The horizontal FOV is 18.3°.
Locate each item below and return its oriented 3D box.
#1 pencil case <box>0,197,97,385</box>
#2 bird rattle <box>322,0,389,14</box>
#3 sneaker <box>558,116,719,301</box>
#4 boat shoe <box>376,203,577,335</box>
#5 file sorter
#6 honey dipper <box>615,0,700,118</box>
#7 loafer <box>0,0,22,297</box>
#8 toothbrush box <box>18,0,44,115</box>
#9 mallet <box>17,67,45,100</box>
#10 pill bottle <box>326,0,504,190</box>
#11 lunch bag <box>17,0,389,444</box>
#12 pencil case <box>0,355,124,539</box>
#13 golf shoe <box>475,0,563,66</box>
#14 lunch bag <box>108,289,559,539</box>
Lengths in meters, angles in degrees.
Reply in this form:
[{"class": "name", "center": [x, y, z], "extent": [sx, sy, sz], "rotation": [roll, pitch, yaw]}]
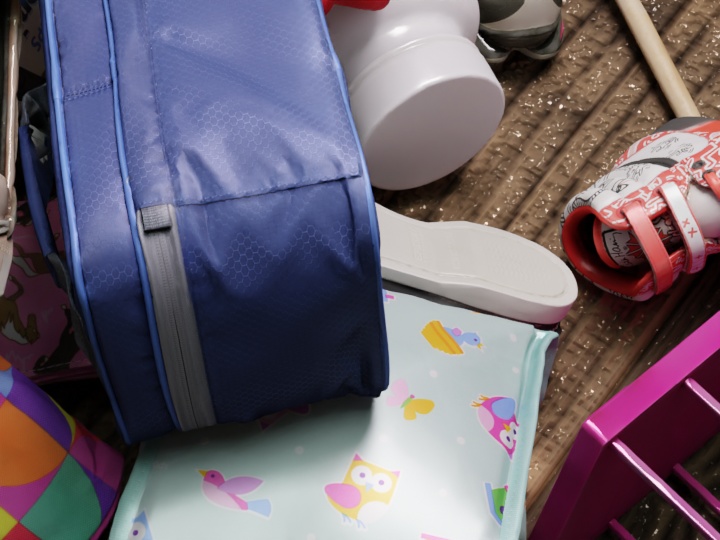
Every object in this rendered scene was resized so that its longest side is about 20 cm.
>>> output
[{"class": "pencil case", "center": [-0.176, 0.018, 1.009], "extent": [0.198, 0.083, 0.087], "rotation": [-8, 27, -14]}, {"class": "bird rattle", "center": [-0.070, -0.189, 1.020], "extent": [0.199, 0.164, 0.113], "rotation": [-5, 10, 25]}, {"class": "sneaker", "center": [0.181, -0.031, 1.047], "extent": [0.108, 0.201, 0.068], "rotation": [-37, 109, -31]}, {"class": "boat shoe", "center": [0.000, 0.000, 1.039], "extent": [0.199, 0.061, 0.074], "rotation": [16, 31, -14]}, {"class": "file sorter", "center": [0.189, 0.089, 0.976], "extent": [0.200, 0.139, 0.125], "rotation": [-36, 68, -29]}, {"class": "honey dipper", "center": [0.145, -0.138, 1.203], "extent": [0.038, 0.038, 0.201], "rotation": [-11, 59, -16]}, {"class": "loafer", "center": [-0.168, -0.043, 0.890], "extent": [0.072, 0.063, 0.201], "rotation": [23, 48, -35]}, {"class": "toothbrush box", "center": [-0.242, -0.137, 1.037], "extent": [0.085, 0.200, 0.147], "rotation": [-14, 38, 34]}, {"class": "mallet", "center": [-0.134, -0.079, 1.021], "extent": [0.066, 0.199, 0.041], "rotation": [5, 78, 42]}, {"class": "pill bottle", "center": [-0.007, -0.142, 1.132], "extent": [0.111, 0.112, 0.201], "rotation": [-17, 57, -20]}, {"class": "lunch bag", "center": [-0.070, -0.040, 0.900], "extent": [0.131, 0.136, 0.201], "rotation": [-10, 50, -5]}, {"class": "pencil case", "center": [-0.192, 0.053, 0.920], "extent": [0.200, 0.088, 0.089], "rotation": [40, 52, -16]}, {"class": "golf shoe", "center": [0.061, -0.203, 1.205], "extent": [0.077, 0.088, 0.201], "rotation": [-16, 56, -17]}, {"class": "lunch bag", "center": [-0.015, 0.106, 0.944], "extent": [0.169, 0.122, 0.201], "rotation": [15, 47, 2]}]
